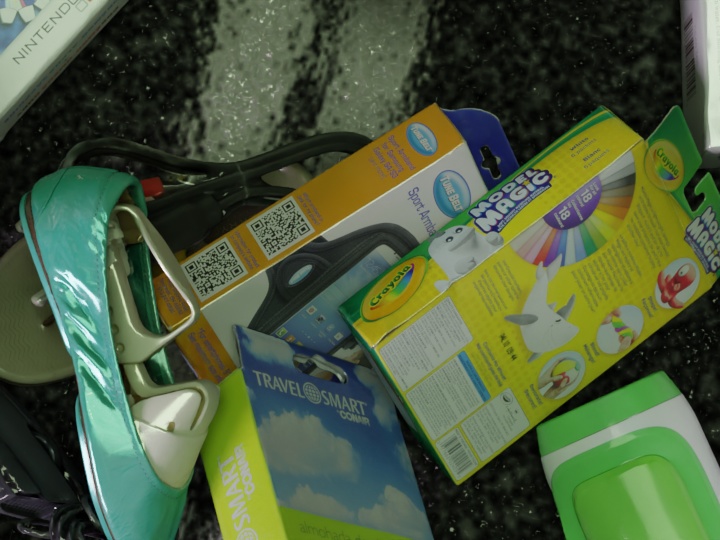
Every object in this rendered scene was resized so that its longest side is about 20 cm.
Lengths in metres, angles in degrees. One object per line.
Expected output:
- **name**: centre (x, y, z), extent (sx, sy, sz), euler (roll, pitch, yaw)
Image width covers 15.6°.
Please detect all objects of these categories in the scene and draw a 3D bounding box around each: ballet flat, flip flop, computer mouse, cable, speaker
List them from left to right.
- **computer mouse**: centre (-0.185, 0.086, 1.342), extent (0.199, 0.138, 0.053), euler (27, 93, 14)
- **ballet flat**: centre (-0.107, 0.045, 1.262), extent (0.070, 0.067, 0.201), euler (-14, 93, 22)
- **flip flop**: centre (-0.113, -0.005, 1.375), extent (0.199, 0.058, 0.081), euler (-22, 85, -2)
- **cable**: centre (-0.083, -0.039, 1.348), extent (0.199, 0.050, 0.098), euler (-26, 98, -27)
- **speaker**: centre (0.163, 0.157, 1.347), extent (0.088, 0.088, 0.201), euler (-24, 85, -2)

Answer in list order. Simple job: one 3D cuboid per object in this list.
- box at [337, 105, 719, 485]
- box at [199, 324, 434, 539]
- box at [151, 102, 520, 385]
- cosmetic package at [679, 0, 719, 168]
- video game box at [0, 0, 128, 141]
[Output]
- **box**: centre (0.096, 0.005, 1.343), extent (0.200, 0.048, 0.118), euler (-36, 130, -6)
- **box**: centre (-0.014, 0.133, 1.296), extent (0.048, 0.122, 0.201), euler (-37, 53, 29)
- **box**: centre (0.000, 0.000, 1.346), extent (0.199, 0.119, 0.042), euler (-31, 49, -1)
- **cosmetic package**: centre (0.271, -0.116, 1.374), extent (0.199, 0.081, 0.114), euler (-1, 85, -1)
- **video game box**: centre (-0.211, -0.196, 1.400), extent (0.200, 0.047, 0.182), euler (42, 84, 3)
